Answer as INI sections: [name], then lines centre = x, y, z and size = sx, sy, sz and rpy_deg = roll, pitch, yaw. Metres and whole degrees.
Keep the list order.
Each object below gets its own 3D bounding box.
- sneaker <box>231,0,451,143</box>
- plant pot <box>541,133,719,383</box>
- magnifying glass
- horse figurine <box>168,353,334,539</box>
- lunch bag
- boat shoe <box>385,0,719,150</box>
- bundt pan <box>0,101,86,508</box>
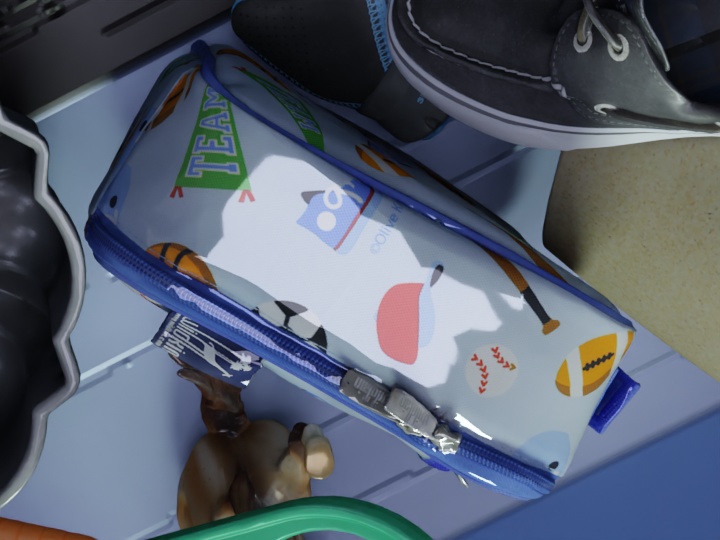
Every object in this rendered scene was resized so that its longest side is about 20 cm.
[sneaker]
centre = 0.027, -0.141, 0.726
size = 0.081, 0.073, 0.201
rpy_deg = 23, 104, -6
[plant pot]
centre = 0.163, -0.019, 0.723
size = 0.199, 0.187, 0.189
rpy_deg = 18, 106, 8
[magnifying glass]
centre = -0.061, 0.098, 0.715
size = 0.198, 0.022, 0.080
rpy_deg = 10, 99, 12
[horse figurine]
centre = -0.035, 0.110, 0.785
size = 0.049, 0.132, 0.202
rpy_deg = -8, 97, -13
[lunch bag]
centre = 0.000, 0.000, 0.701
size = 0.160, 0.200, 0.076
rpy_deg = 30, 96, -9
[boat shoe]
centre = 0.091, -0.065, 0.646
size = 0.199, 0.066, 0.070
rpy_deg = 16, 79, 26
[bundt pan]
centre = -0.184, -0.002, 0.761
size = 0.200, 0.076, 0.204
rpy_deg = 0, 106, -1
